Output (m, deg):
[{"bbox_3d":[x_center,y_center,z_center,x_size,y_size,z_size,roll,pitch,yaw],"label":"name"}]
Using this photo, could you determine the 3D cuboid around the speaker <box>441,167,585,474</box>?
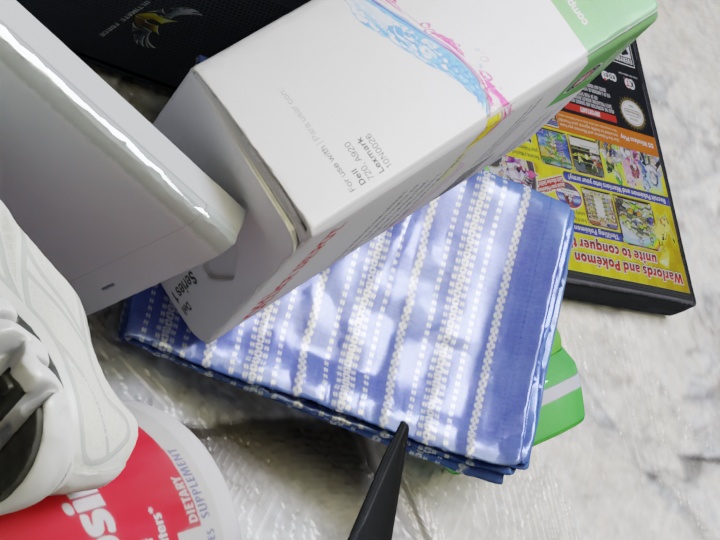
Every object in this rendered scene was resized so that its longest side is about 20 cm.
[{"bbox_3d":[0.038,-0.006,1.081,0.088,0.088,0.200,-20,87,-52],"label":"speaker"}]

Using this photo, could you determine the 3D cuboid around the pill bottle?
[{"bbox_3d":[-0.144,0.115,0.781,0.200,0.112,0.113,-12,80,-51],"label":"pill bottle"}]

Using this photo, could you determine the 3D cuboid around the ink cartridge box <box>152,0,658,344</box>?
[{"bbox_3d":[0.006,-0.069,0.937,0.200,0.145,0.084,-33,85,-28],"label":"ink cartridge box"}]

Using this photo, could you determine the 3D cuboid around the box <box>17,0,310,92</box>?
[{"bbox_3d":[-0.062,-0.155,0.949,0.158,0.200,0.051,17,54,-45],"label":"box"}]

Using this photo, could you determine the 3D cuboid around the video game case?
[{"bbox_3d":[0.107,-0.072,1.244,0.200,0.025,0.181,10,64,-48],"label":"video game case"}]

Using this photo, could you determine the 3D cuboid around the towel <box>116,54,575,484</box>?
[{"bbox_3d":[0.000,0.000,1.001,0.200,0.024,0.145,21,68,-16],"label":"towel"}]

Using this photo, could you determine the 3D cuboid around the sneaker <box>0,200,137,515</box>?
[{"bbox_3d":[-0.147,0.000,0.771,0.081,0.075,0.200,7,46,-59],"label":"sneaker"}]

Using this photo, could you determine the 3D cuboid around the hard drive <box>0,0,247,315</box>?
[{"bbox_3d":[-0.157,-0.057,0.839,0.200,0.132,0.026,42,46,-27],"label":"hard drive"}]

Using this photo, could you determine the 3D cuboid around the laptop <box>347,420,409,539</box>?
[{"bbox_3d":[-0.064,0.163,0.812,0.200,0.178,0.103,-6,32,-22],"label":"laptop"}]
